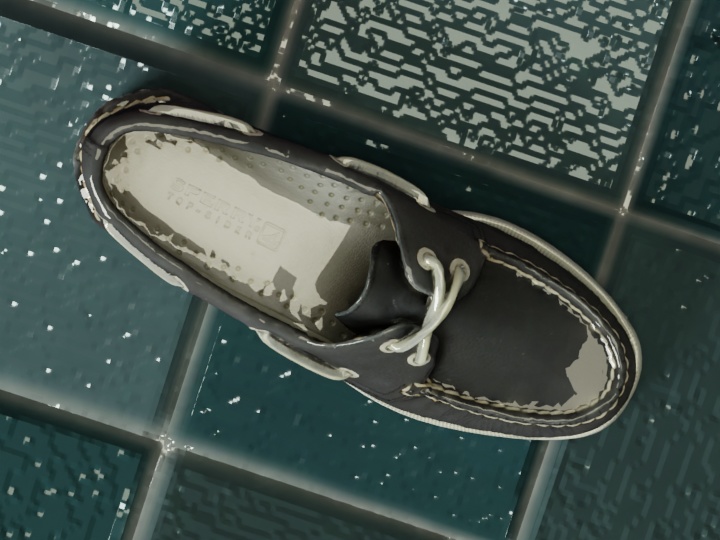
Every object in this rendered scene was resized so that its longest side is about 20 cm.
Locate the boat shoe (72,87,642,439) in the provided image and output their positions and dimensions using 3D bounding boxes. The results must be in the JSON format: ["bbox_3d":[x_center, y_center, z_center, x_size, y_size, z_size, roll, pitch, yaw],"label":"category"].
[{"bbox_3d":[0.000,0.000,0.968,0.199,0.060,0.074,29,94,-3],"label":"boat shoe"}]
